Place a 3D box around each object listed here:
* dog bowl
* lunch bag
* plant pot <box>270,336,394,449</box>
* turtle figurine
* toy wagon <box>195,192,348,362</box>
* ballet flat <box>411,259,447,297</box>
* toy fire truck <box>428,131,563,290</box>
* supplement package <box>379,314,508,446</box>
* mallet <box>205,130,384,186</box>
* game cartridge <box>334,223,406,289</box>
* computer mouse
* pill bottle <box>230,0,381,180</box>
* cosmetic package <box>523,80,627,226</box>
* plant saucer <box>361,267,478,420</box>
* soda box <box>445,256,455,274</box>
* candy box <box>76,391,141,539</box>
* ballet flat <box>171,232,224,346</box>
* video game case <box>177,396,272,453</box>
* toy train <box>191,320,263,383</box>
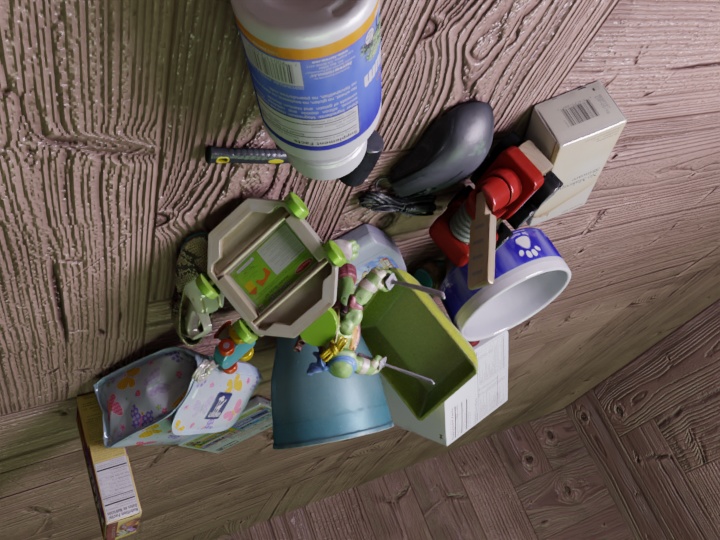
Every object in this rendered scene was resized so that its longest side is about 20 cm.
[{"bbox_3d":[0.225,0.025,1.069,0.197,0.080,0.201,-23,154,-11],"label":"dog bowl"},{"bbox_3d":[-0.270,0.192,1.033,0.197,0.129,0.169,-27,160,14],"label":"lunch bag"},{"bbox_3d":[-0.058,0.173,1.099,0.196,0.192,0.200,-10,170,-2],"label":"plant pot"},{"bbox_3d":[0.013,0.057,0.879,0.197,0.196,0.145,-25,132,6],"label":"turtle figurine"},{"bbox_3d":[-0.088,0.017,0.783,0.155,0.201,0.040,-39,-175,11],"label":"toy wagon"},{"bbox_3d":[0.098,0.045,1.196,0.072,0.068,0.201,-31,160,-39],"label":"ballet flat"},{"bbox_3d":[0.153,-0.054,0.868,0.199,0.129,0.176,-34,169,-39],"label":"toy fire truck"},{"bbox_3d":[0.142,0.188,1.256,0.189,0.150,0.198,12,-157,42],"label":"supplement package"},{"bbox_3d":[-0.063,-0.127,0.717,0.197,0.042,0.066,0,148,-36],"label":"mallet"},{"bbox_3d":[0.000,0.000,1.029,0.131,0.042,0.200,-24,156,9],"label":"game cartridge"},{"bbox_3d":[0.101,-0.125,0.851,0.137,0.053,0.200,-1,147,-40],"label":"computer mouse"},{"bbox_3d":[-0.037,-0.165,0.567,0.110,0.114,0.201,-21,156,-7],"label":"pill bottle"},{"bbox_3d":[0.278,-0.154,0.939,0.102,0.074,0.201,-22,155,-7],"label":"cosmetic package"},{"bbox_3d":[0.089,0.113,1.082,0.048,0.201,0.201,-29,164,-37],"label":"plant saucer"},{"bbox_3d":[0.186,-0.013,1.134,0.063,0.069,0.201,-21,154,-11],"label":"soda box"},{"bbox_3d":[-0.394,0.304,1.057,0.056,0.203,0.117,-9,153,-28],"label":"candy box"},{"bbox_3d":[-0.201,0.037,0.860,0.067,0.076,0.201,-7,150,-26],"label":"ballet flat"},{"bbox_3d":[-0.268,0.335,1.463,0.197,0.022,0.182,-27,156,5],"label":"video game case"},{"bbox_3d":[-0.164,0.055,0.926,0.201,0.055,0.150,-55,160,11],"label":"toy train"}]
